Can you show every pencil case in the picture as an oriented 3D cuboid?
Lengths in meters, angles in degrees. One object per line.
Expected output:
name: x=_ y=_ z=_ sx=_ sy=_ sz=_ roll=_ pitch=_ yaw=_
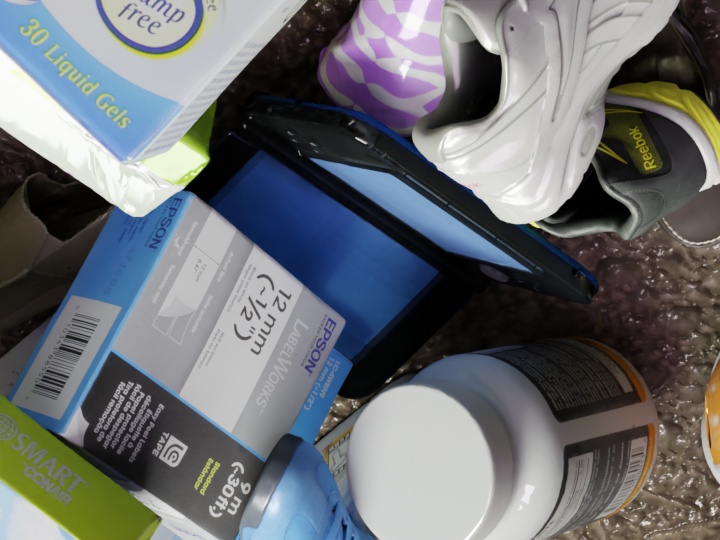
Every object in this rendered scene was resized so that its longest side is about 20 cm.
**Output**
pencil case: x=0.040 y=-0.165 z=1.066 sx=0.085 sy=0.084 sz=0.201 roll=37 pitch=127 yaw=19

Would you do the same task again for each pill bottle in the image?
pill bottle: x=0.083 y=0.102 z=1.192 sx=0.116 sy=0.200 sz=0.117 roll=2 pitch=94 yaw=33

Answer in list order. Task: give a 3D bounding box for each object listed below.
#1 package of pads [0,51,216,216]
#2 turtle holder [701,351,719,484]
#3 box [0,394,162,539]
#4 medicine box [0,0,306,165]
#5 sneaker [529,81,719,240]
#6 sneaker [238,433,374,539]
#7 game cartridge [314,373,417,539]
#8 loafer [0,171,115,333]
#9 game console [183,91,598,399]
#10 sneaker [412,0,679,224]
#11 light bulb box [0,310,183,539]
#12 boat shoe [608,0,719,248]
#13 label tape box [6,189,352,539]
package of pads: x=-0.160 y=-0.137 z=1.049 sx=0.200 sy=0.155 sz=0.068 roll=36 pitch=123 yaw=-22
turtle holder: x=0.287 y=0.082 z=1.233 sx=0.185 sy=0.142 sz=0.132 roll=-11 pitch=160 yaw=-41
box: x=-0.187 y=0.120 z=1.046 sx=0.200 sy=0.048 sz=0.122 roll=37 pitch=138 yaw=4
medicine box: x=-0.091 y=-0.180 z=0.894 sx=0.182 sy=0.103 sz=0.200 roll=43 pitch=97 yaw=-2
sneaker: x=0.098 y=-0.063 z=1.095 sx=0.199 sy=0.085 sz=0.075 roll=6 pitch=128 yaw=48
sneaker: x=-0.016 y=0.152 z=1.139 sx=0.078 sy=0.066 sz=0.200 roll=24 pitch=156 yaw=17
game cartridge: x=-0.022 y=0.165 z=1.300 sx=0.041 sy=0.134 sz=0.200 roll=36 pitch=122 yaw=-21
loafer: x=-0.191 y=-0.017 z=1.204 sx=0.199 sy=0.076 sz=0.069 roll=-18 pitch=125 yaw=5
game console: x=0.000 y=0.000 z=1.154 sx=0.200 sy=0.170 sz=0.119 roll=32 pitch=81 yaw=-33
sneaker: x=0.090 y=-0.127 z=1.007 sx=0.099 sy=0.078 sz=0.201 roll=24 pitch=87 yaw=-37
light bulb box: x=-0.175 y=0.145 z=1.227 sx=0.124 sy=0.200 sz=0.199 roll=29 pitch=131 yaw=14
boat shoe: x=0.165 y=-0.082 z=1.134 sx=0.073 sy=0.065 sz=0.201 roll=-17 pitch=127 yaw=14
label tape box: x=-0.077 y=0.066 z=1.115 sx=0.066 sy=0.144 sz=0.200 roll=8 pitch=155 yaw=49
